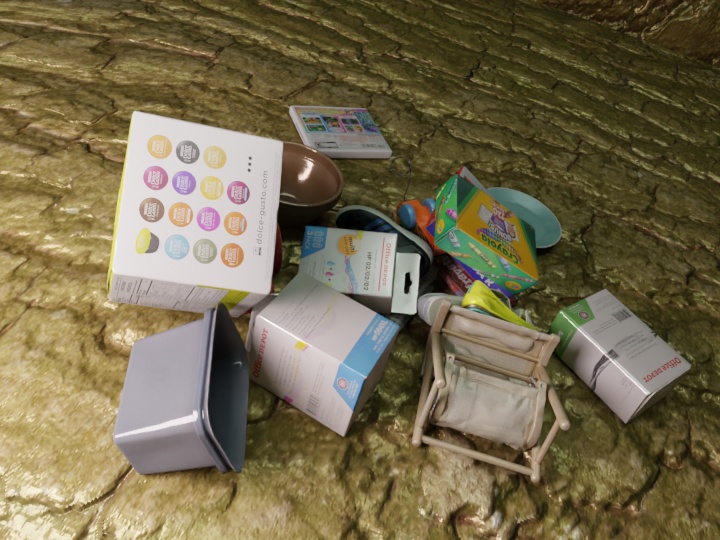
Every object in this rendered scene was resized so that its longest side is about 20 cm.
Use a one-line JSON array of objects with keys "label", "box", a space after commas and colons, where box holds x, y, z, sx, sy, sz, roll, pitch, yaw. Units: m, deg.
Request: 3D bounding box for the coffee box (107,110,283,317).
[{"label": "coffee box", "box": [-0.226, -0.062, 0.923, 0.192, 0.199, 0.206, 8, 76, -20]}]

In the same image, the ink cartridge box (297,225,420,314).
[{"label": "ink cartridge box", "box": [0.000, 0.000, 1.126, 0.194, 0.068, 0.118, 5, 64, 4]}]

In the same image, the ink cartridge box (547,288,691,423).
[{"label": "ink cartridge box", "box": [0.439, 0.143, 1.186, 0.143, 0.086, 0.201, -16, 51, -34]}]

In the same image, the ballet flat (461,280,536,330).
[{"label": "ballet flat", "box": [0.244, 0.083, 1.132, 0.198, 0.066, 0.068, 36, 55, -25]}]

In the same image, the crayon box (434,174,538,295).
[{"label": "crayon box", "box": [0.215, -0.059, 1.172, 0.197, 0.058, 0.121, 29, 47, -26]}]

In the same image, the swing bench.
[{"label": "swing bench", "box": [0.191, 0.172, 1.026, 0.194, 0.132, 0.202, 17, 34, -1]}]

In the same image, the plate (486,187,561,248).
[{"label": "plate", "box": [0.336, -0.108, 1.478, 0.194, 0.026, 0.203, 12, 41, -10]}]

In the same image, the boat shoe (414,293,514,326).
[{"label": "boat shoe", "box": [0.179, 0.072, 1.170, 0.196, 0.072, 0.071, 12, 6, -28]}]

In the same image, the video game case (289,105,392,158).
[{"label": "video game case", "box": [-0.046, -0.314, 1.562, 0.195, 0.024, 0.184, -4, 45, -24]}]

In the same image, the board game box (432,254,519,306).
[{"label": "board game box", "box": [0.198, 0.005, 1.299, 0.101, 0.020, 0.201, -17, 52, -34]}]

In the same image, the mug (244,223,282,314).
[{"label": "mug", "box": [-0.227, -0.024, 1.074, 0.196, 0.136, 0.178, -14, 39, -29]}]

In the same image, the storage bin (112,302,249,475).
[{"label": "storage bin", "box": [-0.222, 0.164, 0.877, 0.130, 0.148, 0.203, -12, 42, 6]}]

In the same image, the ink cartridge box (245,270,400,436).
[{"label": "ink cartridge box", "box": [-0.066, 0.109, 0.989, 0.197, 0.131, 0.125, 29, 40, 12]}]

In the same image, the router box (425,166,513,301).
[{"label": "router box", "box": [0.223, -0.069, 1.273, 0.200, 0.049, 0.181, 45, 40, -11]}]

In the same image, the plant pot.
[{"label": "plant pot", "box": [-0.134, -0.147, 1.282, 0.195, 0.094, 0.204, 11, 39, -9]}]

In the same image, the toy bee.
[{"label": "toy bee", "box": [0.108, -0.096, 1.308, 0.127, 0.109, 0.205, 5, 60, -10]}]

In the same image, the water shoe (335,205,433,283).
[{"label": "water shoe", "box": [0.033, -0.049, 1.210, 0.196, 0.073, 0.079, 25, 45, 14]}]

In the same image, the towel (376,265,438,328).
[{"label": "towel", "box": [0.025, 0.016, 1.215, 0.189, 0.035, 0.200, 27, 43, 14]}]
